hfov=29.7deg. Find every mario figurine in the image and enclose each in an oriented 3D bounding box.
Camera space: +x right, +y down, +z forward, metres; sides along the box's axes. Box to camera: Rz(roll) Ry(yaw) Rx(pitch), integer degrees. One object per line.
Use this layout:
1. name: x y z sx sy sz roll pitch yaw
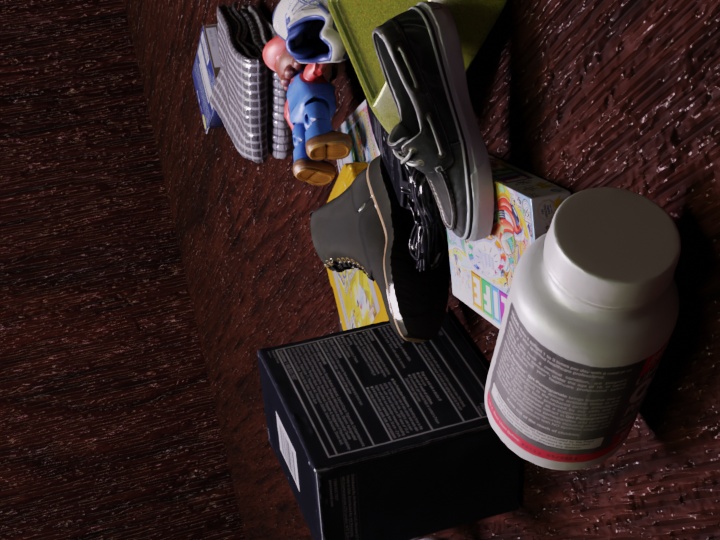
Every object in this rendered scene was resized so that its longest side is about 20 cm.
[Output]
1. mario figurine: -0.039 -0.199 1.523 0.106 0.123 0.200 33 -139 -52

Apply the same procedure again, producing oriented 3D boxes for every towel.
1. towel: -0.153 -0.264 1.879 0.200 0.085 0.166 -120 25 -52

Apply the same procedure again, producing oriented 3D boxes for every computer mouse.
1. computer mouse: 0.051 -0.110 1.279 0.139 0.053 0.200 83 171 -54

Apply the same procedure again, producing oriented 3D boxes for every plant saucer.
1. plant saucer: 0.034 -0.234 1.163 0.200 0.048 0.200 -60 41 44

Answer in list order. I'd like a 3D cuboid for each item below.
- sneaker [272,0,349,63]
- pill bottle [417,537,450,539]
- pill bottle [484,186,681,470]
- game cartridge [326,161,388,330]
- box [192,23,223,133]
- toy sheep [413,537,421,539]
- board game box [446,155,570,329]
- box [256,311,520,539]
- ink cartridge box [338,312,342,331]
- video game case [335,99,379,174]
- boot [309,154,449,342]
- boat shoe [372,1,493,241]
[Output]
1. sneaker: -0.052 -0.255 1.404 0.200 0.088 0.075 15 129 57
2. pill bottle: 0.098 0.342 1.340 0.200 0.112 0.113 -166 65 -74
3. pill bottle: 0.151 0.039 0.916 0.200 0.111 0.111 96 157 -51
4. game cartridge: 0.000 0.000 1.500 0.176 0.032 0.200 117 139 -62
5. box: -0.253 -0.323 2.313 0.200 0.032 0.121 131 126 -70
6. toy sheep: 0.035 0.229 1.450 0.200 0.138 0.138 136 121 -76
7. board game box: 0.122 -0.019 1.132 0.200 0.034 0.135 -141 41 -67
8. box: 0.026 0.152 1.299 0.200 0.198 0.123 -122 23 -54
9. ink cartridge box: 0.017 0.081 1.609 0.200 0.037 0.095 -130 31 -57
10. video game case: 0.016 -0.077 1.509 0.182 0.024 0.200 152 106 -74
11. boot: 0.013 -0.002 1.373 0.138 0.077 0.200 -33 53 41
12. boat shoe: 0.053 -0.112 1.088 0.072 0.071 0.200 -149 40 -67
